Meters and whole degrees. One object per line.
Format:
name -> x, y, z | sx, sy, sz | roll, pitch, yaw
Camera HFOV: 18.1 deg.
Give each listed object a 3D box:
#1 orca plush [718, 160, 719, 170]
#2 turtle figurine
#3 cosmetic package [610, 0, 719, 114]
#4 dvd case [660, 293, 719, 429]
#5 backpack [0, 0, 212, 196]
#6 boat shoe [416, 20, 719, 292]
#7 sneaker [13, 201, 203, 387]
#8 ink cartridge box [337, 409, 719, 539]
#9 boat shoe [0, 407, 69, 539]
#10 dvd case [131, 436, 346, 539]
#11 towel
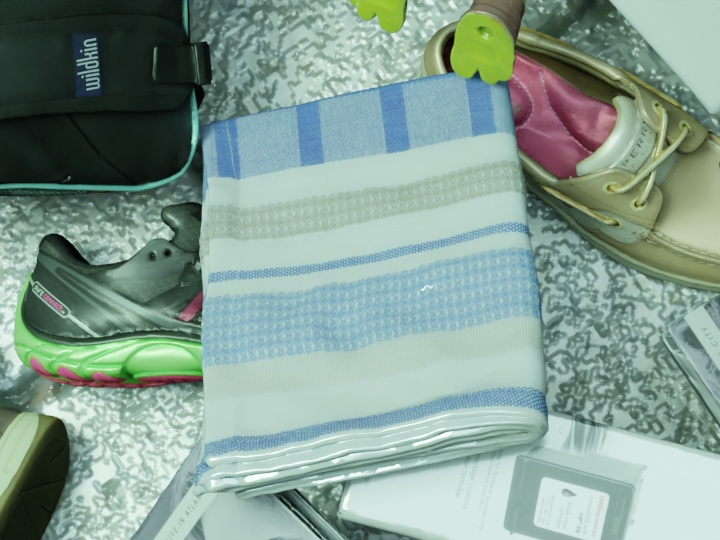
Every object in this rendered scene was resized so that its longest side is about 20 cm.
orca plush -> 0.201, -0.053, 0.989 | 0.105, 0.071, 0.200 | -40, 45, -9
turtle figurine -> 0.072, -0.159, 1.006 | 0.200, 0.064, 0.161 | 35, 55, -9
cosmetic package -> 0.129, -0.179, 0.931 | 0.200, 0.113, 0.081 | 50, 45, 8
dvd case -> 0.247, 0.043, 0.982 | 0.200, 0.016, 0.149 | -28, 78, -24
backpack -> -0.182, -0.119, 0.975 | 0.200, 0.153, 0.176 | -12, 114, -32
boat shoe -> 0.112, -0.052, 1.019 | 0.200, 0.069, 0.074 | 26, 82, 8
sneaker -> -0.058, 0.009, 1.017 | 0.199, 0.077, 0.084 | -1, 83, 3
ink cartridge box -> 0.098, 0.101, 0.967 | 0.199, 0.116, 0.067 | 14, 84, 6
boat shoe -> -0.197, 0.140, 0.986 | 0.066, 0.072, 0.201 | 15, 54, 20
dvd case -> -0.024, 0.180, 0.961 | 0.200, 0.016, 0.149 | 44, 127, 11
towel -> 0.000, 0.000, 0.943 | 0.146, 0.024, 0.200 | -11, 51, 10
